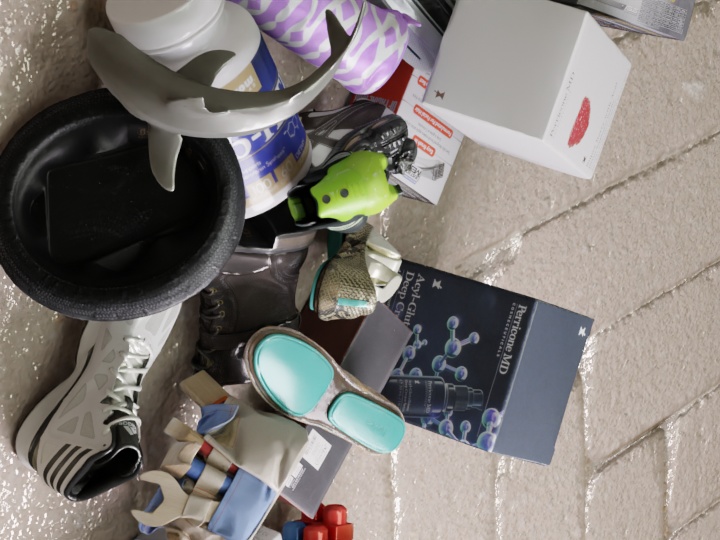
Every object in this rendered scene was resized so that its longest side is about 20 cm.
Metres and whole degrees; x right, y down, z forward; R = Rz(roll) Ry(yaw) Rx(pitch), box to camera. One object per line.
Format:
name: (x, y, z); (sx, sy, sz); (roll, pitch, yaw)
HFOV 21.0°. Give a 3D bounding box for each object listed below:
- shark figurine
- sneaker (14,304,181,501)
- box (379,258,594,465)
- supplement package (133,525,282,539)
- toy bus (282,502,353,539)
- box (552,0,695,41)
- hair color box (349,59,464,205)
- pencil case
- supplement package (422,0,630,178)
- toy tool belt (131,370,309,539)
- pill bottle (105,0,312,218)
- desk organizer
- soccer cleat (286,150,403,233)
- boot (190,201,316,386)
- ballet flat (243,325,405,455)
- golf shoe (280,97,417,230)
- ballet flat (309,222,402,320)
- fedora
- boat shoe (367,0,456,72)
shark figurine: (-0.096, -0.133, 1.442); (0.090, 0.214, 0.129); (64, 20, -84)
sneaker: (-0.186, 0.100, 1.561); (0.076, 0.115, 0.201); (33, 91, -45)
box: (0.097, 0.084, 1.853); (0.107, 0.200, 0.149); (18, 89, -51)
supplement package: (-0.164, 0.311, 1.688); (0.200, 0.121, 0.120); (-38, 130, -36)
toy bus: (-0.023, 0.317, 1.805); (0.135, 0.200, 0.193); (3, 93, -51)
box: (0.207, -0.275, 1.890); (0.200, 0.158, 0.049); (8, 97, -50)
hair color box: (0.058, -0.176, 1.824); (0.111, 0.064, 0.201); (31, 78, -51)
pencil case: (-0.047, -0.227, 1.637); (0.200, 0.084, 0.086); (32, 94, -37)
supplement package: (0.153, -0.169, 1.750); (0.122, 0.119, 0.200); (-70, 160, 0)
toy tool belt: (-0.138, 0.186, 1.634); (0.200, 0.123, 0.125); (-58, 178, -32)
pill bottle: (-0.126, -0.149, 1.573); (0.120, 0.119, 0.200); (-49, 135, -26)
desk organizer: (-0.041, 0.117, 1.798); (0.072, 0.077, 0.200); (44, 69, -46)
soccer cleat: (-0.024, -0.062, 1.591); (0.081, 0.200, 0.068); (-19, 90, -11)
boot: (-0.125, 0.032, 1.671); (0.199, 0.069, 0.175); (-4, 125, -24)
ballet flat: (-0.043, 0.102, 1.698); (0.068, 0.067, 0.200); (-51, 127, -3)
golf shoe: (-0.051, -0.088, 1.725); (0.199, 0.095, 0.078); (-26, 134, -13)
ballet flat: (0.000, 0.000, 1.729); (0.200, 0.075, 0.068); (-79, 178, -71)
fedora: (-0.187, -0.046, 1.523); (0.092, 0.200, 0.201); (80, 32, -82)
boat shoe: (0.018, -0.266, 1.721); (0.200, 0.072, 0.071); (49, 60, -28)
